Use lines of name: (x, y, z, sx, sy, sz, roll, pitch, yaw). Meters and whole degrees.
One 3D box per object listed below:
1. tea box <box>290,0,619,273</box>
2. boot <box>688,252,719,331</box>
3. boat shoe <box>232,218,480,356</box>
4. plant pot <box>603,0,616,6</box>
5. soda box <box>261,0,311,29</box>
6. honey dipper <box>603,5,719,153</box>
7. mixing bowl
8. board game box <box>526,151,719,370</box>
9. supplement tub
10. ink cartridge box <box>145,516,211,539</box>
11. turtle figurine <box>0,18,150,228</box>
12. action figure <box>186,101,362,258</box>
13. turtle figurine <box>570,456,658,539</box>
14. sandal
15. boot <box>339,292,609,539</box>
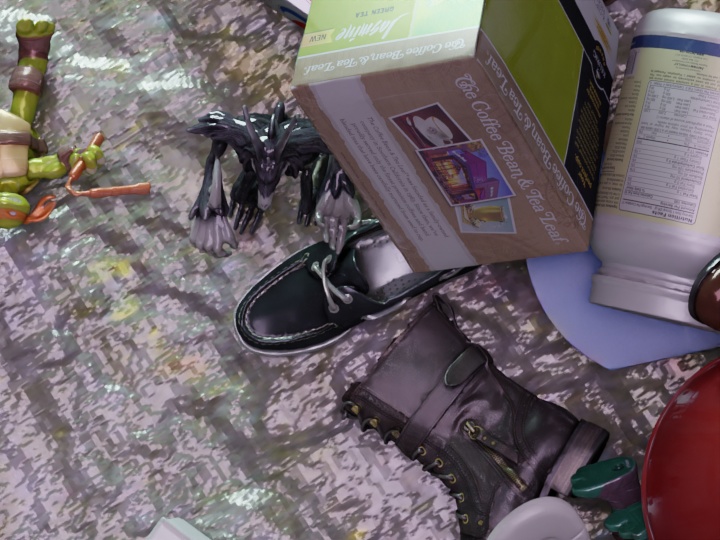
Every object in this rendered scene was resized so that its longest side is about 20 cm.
tea box: (0.068, -0.138, 1.501, 0.133, 0.200, 0.197, -8, 50, 25)
boot: (0.321, 0.048, 1.394, 0.188, 0.200, 0.069, 4, 114, -26)
boat shoe: (0.000, 0.000, 1.615, 0.200, 0.060, 0.076, -28, 81, -1)
plant pot: (0.128, -0.313, 1.609, 0.187, 0.187, 0.200, 16, 66, 5)
soda box: (-0.046, -0.221, 1.648, 0.200, 0.064, 0.068, 34, 85, 8)
honey dipper: (0.234, -0.154, 1.613, 0.038, 0.038, 0.200, 39, 72, 8)
mixing bowl: (0.286, 0.135, 1.428, 0.200, 0.108, 0.201, 1, 80, -8)
board game box: (0.217, -0.019, 1.620, 0.200, 0.039, 0.158, -13, 88, 4)
supplement tub: (0.234, -0.062, 1.526, 0.145, 0.145, 0.200, 13, 90, 5)
ink cartridge box: (-0.132, 0.289, 1.571, 0.146, 0.085, 0.200, 36, 84, 7)
turtle figurine: (-0.245, -0.096, 1.642, 0.200, 0.064, 0.162, -7, 74, 11)
action figure: (-0.055, -0.058, 1.556, 0.119, 0.200, 0.102, 1, 84, 3)
turtle figurine: (0.203, 0.230, 1.549, 0.101, 0.150, 0.200, -32, 118, -26)
sandal: (0.109, 0.217, 1.522, 0.082, 0.203, 0.050, -16, 42, -12)
boot: (0.059, 0.137, 1.598, 0.174, 0.069, 0.200, 32, 81, 12)
